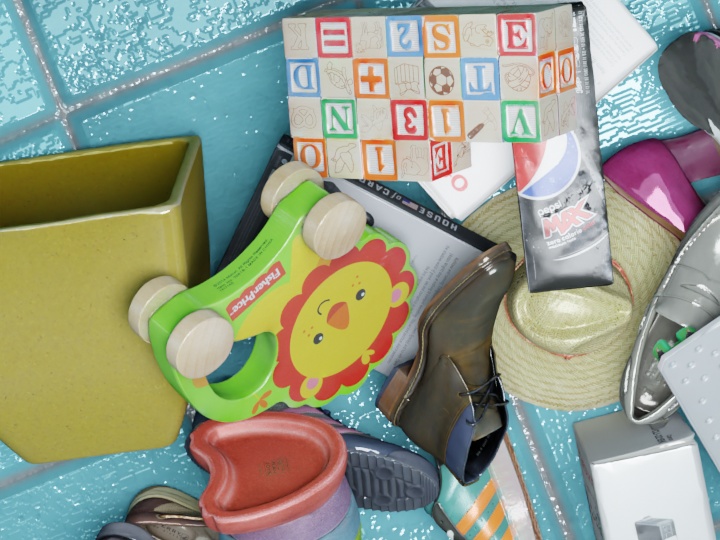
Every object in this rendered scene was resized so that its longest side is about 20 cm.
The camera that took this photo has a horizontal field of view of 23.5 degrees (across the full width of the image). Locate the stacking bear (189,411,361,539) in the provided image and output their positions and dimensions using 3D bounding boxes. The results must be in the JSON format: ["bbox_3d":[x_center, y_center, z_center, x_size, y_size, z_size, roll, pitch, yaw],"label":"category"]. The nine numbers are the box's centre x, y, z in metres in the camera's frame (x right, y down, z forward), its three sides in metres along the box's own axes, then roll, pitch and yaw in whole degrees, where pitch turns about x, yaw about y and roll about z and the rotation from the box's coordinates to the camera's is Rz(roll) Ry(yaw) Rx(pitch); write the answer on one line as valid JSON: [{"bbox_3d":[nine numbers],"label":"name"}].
[{"bbox_3d":[-0.053,0.216,1.293,0.113,0.122,0.200,-11,123,-5],"label":"stacking bear"}]

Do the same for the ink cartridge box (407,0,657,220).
[{"bbox_3d":[0.099,-0.158,1.309,0.200,0.083,0.147,-41,96,7],"label":"ink cartridge box"}]

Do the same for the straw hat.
[{"bbox_3d":[0.161,0.026,1.333,0.200,0.085,0.202,0,98,2],"label":"straw hat"}]

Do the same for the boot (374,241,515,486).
[{"bbox_3d":[0.088,0.071,1.273,0.097,0.075,0.200,49,138,21],"label":"boot"}]

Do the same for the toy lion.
[{"bbox_3d":[-0.048,0.034,1.237,0.200,0.069,0.192,-41,140,-16],"label":"toy lion"}]

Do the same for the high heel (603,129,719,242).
[{"bbox_3d":[0.255,-0.007,1.332,0.096,0.067,0.200,-19,83,-9],"label":"high heel"}]

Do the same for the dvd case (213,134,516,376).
[{"bbox_3d":[0.000,0.000,1.332,0.200,0.025,0.150,27,126,-3],"label":"dvd case"}]

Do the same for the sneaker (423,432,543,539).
[{"bbox_3d":[0.096,0.197,1.372,0.080,0.071,0.201,-17,92,9],"label":"sneaker"}]

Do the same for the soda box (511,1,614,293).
[{"bbox_3d":[0.140,-0.089,1.242,0.063,0.071,0.201,-7,101,6],"label":"soda box"}]

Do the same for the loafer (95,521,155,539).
[{"bbox_3d":[-0.160,0.289,1.364,0.072,0.063,0.200,-11,121,29],"label":"loafer"}]

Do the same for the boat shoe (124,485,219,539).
[{"bbox_3d":[-0.096,0.234,1.378,0.200,0.072,0.072,25,98,-2],"label":"boat shoe"}]

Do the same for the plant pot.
[{"bbox_3d":[-0.204,0.029,1.300,0.195,0.194,0.201,-8,109,3],"label":"plant pot"}]

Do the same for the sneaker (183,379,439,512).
[{"bbox_3d":[-0.031,0.128,1.349,0.199,0.082,0.070,14,133,4],"label":"sneaker"}]

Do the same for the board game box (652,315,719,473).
[{"bbox_3d":[0.332,0.066,1.286,0.200,0.026,0.200,-35,128,2],"label":"board game box"}]

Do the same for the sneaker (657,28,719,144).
[{"bbox_3d":[0.312,-0.104,1.308,0.080,0.086,0.200,-27,95,40],"label":"sneaker"}]

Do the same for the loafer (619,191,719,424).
[{"bbox_3d":[0.250,0.028,1.279,0.070,0.070,0.200,25,110,9],"label":"loafer"}]

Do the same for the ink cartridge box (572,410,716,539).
[{"bbox_3d":[0.227,0.216,1.329,0.084,0.144,0.201,-11,97,3],"label":"ink cartridge box"}]

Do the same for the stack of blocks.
[{"bbox_3d":[0.048,-0.123,1.203,0.200,0.059,0.116,3,105,32],"label":"stack of blocks"}]
